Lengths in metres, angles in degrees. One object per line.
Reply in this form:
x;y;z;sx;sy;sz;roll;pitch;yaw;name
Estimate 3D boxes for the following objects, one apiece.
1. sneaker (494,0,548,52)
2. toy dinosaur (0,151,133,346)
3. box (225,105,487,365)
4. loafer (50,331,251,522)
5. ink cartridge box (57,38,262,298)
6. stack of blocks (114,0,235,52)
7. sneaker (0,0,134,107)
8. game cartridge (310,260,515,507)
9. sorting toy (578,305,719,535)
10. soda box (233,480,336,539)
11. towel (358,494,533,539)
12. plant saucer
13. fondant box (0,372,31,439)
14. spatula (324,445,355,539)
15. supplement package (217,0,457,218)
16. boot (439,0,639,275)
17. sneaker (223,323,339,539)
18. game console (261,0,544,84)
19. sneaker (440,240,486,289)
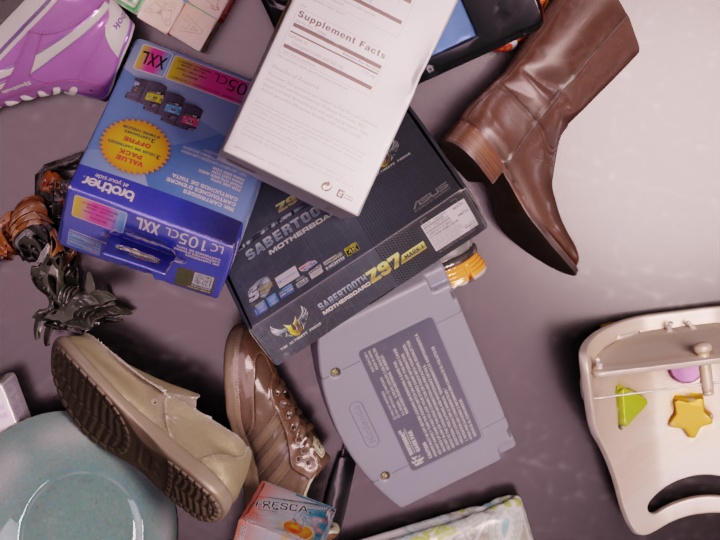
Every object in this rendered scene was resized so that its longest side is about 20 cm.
0.067;-0.264;1.337;0.200;0.073;0.077;44;74;-11;sneaker
-0.246;-0.018;1.350;0.199;0.102;0.137;-27;81;19;toy dinosaur
-0.017;-0.037;1.308;0.199;0.158;0.051;-32;128;3;box
-0.168;0.119;1.331;0.200;0.076;0.068;42;50;11;loafer
-0.148;-0.069;1.283;0.135;0.077;0.201;19;53;-4;ink cartridge box
-0.184;-0.275;1.324;0.199;0.059;0.116;31;95;-5;stack of blocks
-0.264;-0.151;1.322;0.200;0.073;0.114;-35;123;27;sneaker
0.038;0.096;1.343;0.132;0.042;0.201;-23;124;1;game cartridge
0.277;0.130;1.367;0.198;0.107;0.182;-7;104;-1;sorting toy
-0.081;0.275;1.348;0.068;0.064;0.201;20;118;7;soda box
0.063;0.299;1.396;0.198;0.048;0.173;-16;99;-3;towel
-0.231;0.215;1.339;0.200;0.039;0.203;3;85;-31;plant saucer
-0.325;0.204;1.374;0.143;0.058;0.201;-19;98;0;fondant box
-0.004;0.144;1.392;0.056;0.021;0.202;11;101;-23;spatula
-0.014;-0.152;1.214;0.109;0.114;0.201;25;87;-7;supplement package
0.176;-0.121;1.352;0.200;0.064;0.187;-52;126;-15;boot
-0.064;0.137;1.368;0.075;0.071;0.202;-6;107;7;sneaker
0.022;-0.230;1.286;0.199;0.031;0.178;-23;103;9;game console
0.000;0.000;1.356;0.199;0.078;0.078;-19;93;-8;sneaker
